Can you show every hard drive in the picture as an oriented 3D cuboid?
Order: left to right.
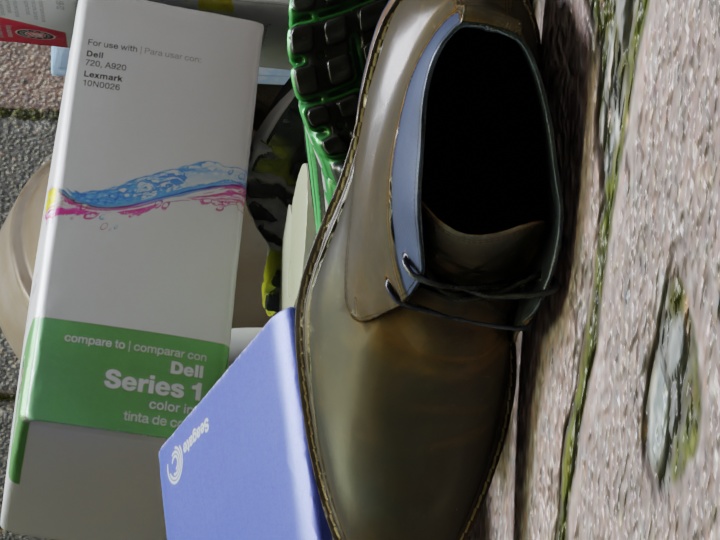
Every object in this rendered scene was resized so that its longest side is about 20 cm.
[{"bbox_3d":[-0.031,0.132,0.928,0.132,0.025,0.201,132,137,-52],"label":"hard drive"}]

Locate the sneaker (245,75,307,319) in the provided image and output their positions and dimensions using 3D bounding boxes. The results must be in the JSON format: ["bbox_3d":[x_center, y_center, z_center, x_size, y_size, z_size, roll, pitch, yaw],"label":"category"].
[{"bbox_3d":[-0.018,-0.049,1.208,0.200,0.074,0.085,101,170,-57],"label":"sneaker"}]

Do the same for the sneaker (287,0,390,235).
[{"bbox_3d":[0.011,-0.042,0.891,0.085,0.078,0.201,-121,33,-81],"label":"sneaker"}]

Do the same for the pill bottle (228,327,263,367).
[{"bbox_3d":[-0.048,0.134,1.253,0.109,0.108,0.201,-107,21,-74],"label":"pill bottle"}]

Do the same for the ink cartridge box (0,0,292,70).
[{"bbox_3d":[-0.074,-0.147,1.201,0.145,0.199,0.084,132,144,-81],"label":"ink cartridge box"}]

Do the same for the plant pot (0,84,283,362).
[{"bbox_3d":[-0.083,-0.031,1.448,0.174,0.199,0.201,123,155,-43],"label":"plant pot"}]

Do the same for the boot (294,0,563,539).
[{"bbox_3d":[0.019,0.006,0.798,0.097,0.074,0.201,-109,24,-83],"label":"boot"}]

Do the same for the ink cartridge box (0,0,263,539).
[{"bbox_3d":[-0.099,0.003,1.139,0.145,0.084,0.201,114,163,-64],"label":"ink cartridge box"}]

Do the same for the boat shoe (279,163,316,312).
[{"bbox_3d":[0.000,0.000,1.053,0.200,0.062,0.071,115,155,-76],"label":"boat shoe"}]

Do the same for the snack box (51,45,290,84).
[{"bbox_3d":[-0.079,-0.166,1.412,0.200,0.168,0.068,-100,13,-62],"label":"snack box"}]
